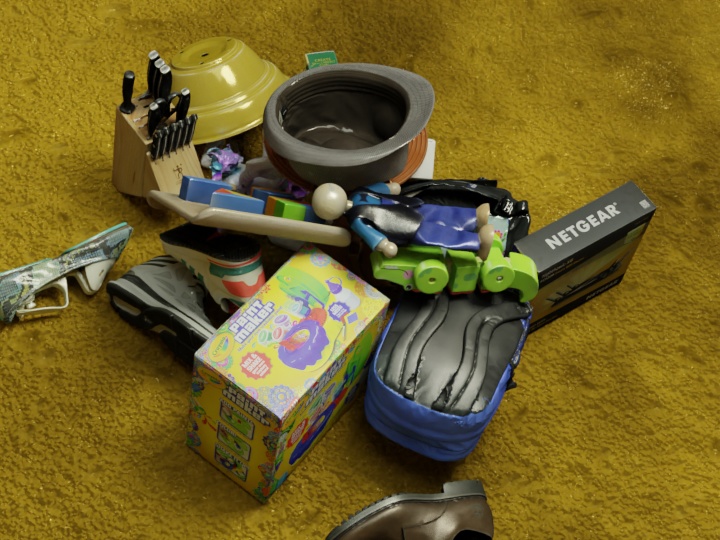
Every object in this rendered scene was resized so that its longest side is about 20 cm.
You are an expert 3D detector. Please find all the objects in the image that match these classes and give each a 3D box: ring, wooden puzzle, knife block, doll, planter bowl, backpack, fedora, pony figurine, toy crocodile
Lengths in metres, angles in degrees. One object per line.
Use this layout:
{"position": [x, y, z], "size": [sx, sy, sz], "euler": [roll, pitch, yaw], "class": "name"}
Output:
{"position": [-0.017, -0.164, 1.661], "size": [0.197, 0.019, 0.202], "euler": [1, 50, -2], "class": "ring"}
{"position": [-0.127, -0.071, 1.568], "size": [0.183, 0.199, 0.047], "euler": [8, 95, -27], "class": "wooden puzzle"}
{"position": [-0.262, -0.179, 1.703], "size": [0.064, 0.178, 0.199], "euler": [-27, 22, -27], "class": "knife block"}
{"position": [0.043, -0.059, 1.526], "size": [0.197, 0.049, 0.137], "euler": [9, 35, -9], "class": "doll"}
{"position": [-0.191, -0.247, 1.809], "size": [0.198, 0.084, 0.201], "euler": [-13, 30, 8], "class": "planter bowl"}
{"position": [0.098, -0.050, 1.730], "size": [0.197, 0.167, 0.128], "euler": [1, 98, -9], "class": "backpack"}
{"position": [-0.012, -0.152, 1.578], "size": [0.197, 0.091, 0.178], "euler": [3, 47, 12], "class": "fedora"}
{"position": [0.096, 0.121, 1.592], "size": [0.161, 0.169, 0.201], "euler": [18, 45, 10], "class": "backpack"}
{"position": [-0.122, -0.111, 1.753], "size": [0.190, 0.168, 0.202], "euler": [-3, 46, 13], "class": "pony figurine"}
{"position": [0.107, 0.000, 1.559], "size": [0.197, 0.062, 0.068], "euler": [0, 37, -15], "class": "toy crocodile"}

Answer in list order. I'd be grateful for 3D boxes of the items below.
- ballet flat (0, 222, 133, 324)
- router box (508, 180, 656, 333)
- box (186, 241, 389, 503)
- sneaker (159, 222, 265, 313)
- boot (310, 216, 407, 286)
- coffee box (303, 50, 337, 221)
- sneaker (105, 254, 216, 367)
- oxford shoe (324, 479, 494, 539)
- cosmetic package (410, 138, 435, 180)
{"position": [-0.353, 0.009, 1.672], "size": [0.198, 0.075, 0.075], "euler": [-25, 62, -23], "class": "ballet flat"}
{"position": [0.260, -0.009, 1.727], "size": [0.199, 0.158, 0.052], "euler": [-27, 62, -25], "class": "router box"}
{"position": [-0.084, 0.114, 1.554], "size": [0.121, 0.194, 0.200], "euler": [34, 56, 15], "class": "box"}
{"position": [-0.170, 0.001, 1.619], "size": [0.070, 0.095, 0.199], "euler": [-23, 23, -28], "class": "sneaker"}
{"position": [0.000, 0.000, 1.641], "size": [0.076, 0.202, 0.155], "euler": [20, 3, -41], "class": "boot"}
{"position": [-0.037, -0.172, 1.817], "size": [0.043, 0.124, 0.202], "euler": [-8, 57, -12], "class": "coffee box"}
{"position": [-0.197, 0.037, 1.651], "size": [0.199, 0.076, 0.115], "euler": [30, 53, 28], "class": "sneaker"}
{"position": [0.058, 0.290, 1.528], "size": [0.197, 0.073, 0.085], "euler": [-10, 58, -17], "class": "oxford shoe"}
{"position": [0.054, -0.144, 1.772], "size": [0.081, 0.200, 0.051], "euler": [2, 96, 3], "class": "cosmetic package"}
